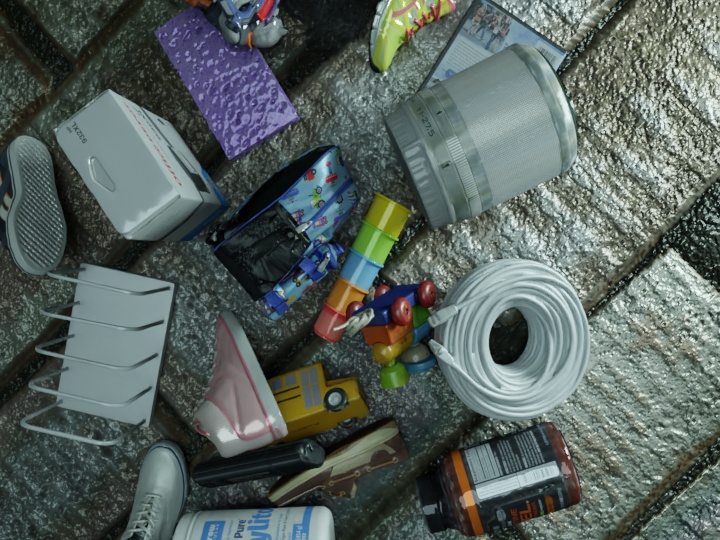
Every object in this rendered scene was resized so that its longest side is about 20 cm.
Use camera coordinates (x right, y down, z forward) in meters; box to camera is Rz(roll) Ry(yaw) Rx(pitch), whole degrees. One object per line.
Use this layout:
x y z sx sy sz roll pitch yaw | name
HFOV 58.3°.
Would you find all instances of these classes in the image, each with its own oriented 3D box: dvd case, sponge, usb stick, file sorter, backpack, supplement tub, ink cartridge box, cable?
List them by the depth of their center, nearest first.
-0.256 -0.118 0.790 0.083 0.200 0.146 -35 90 4 | ink cartridge box
-0.079 -0.056 0.802 0.200 0.182 0.135 -43 98 -8 | backpack
0.190 0.088 0.818 0.199 0.069 0.202 -36 100 -10 | cable
0.172 0.273 0.827 0.196 0.107 0.109 -19 91 4 | supplement tub
-0.134 0.378 0.836 0.195 0.132 0.135 -3 92 2 | supplement tub
-0.135 0.253 0.840 0.197 0.055 0.033 -20 56 27 | usb stick
-0.341 0.104 0.842 0.136 0.125 0.205 11 92 2 | file sorter
0.160 -0.240 0.853 0.141 0.018 0.202 33 94 2 | dvd case
-0.178 -0.261 0.867 0.110 0.030 0.202 -31 90 3 | sponge

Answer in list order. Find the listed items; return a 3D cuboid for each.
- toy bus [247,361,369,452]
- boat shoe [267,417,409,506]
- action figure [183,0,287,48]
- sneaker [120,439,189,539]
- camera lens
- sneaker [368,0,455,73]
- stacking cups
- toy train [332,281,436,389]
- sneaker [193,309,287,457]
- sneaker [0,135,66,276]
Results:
-0.092 0.181 0.849 0.196 0.065 0.079 -20 53 4 | toy bus
-0.027 0.272 0.858 0.197 0.072 0.073 -28 90 -2 | boat shoe
-0.172 -0.362 0.822 0.192 0.202 0.104 37 138 -13 | action figure
-0.281 0.336 0.873 0.071 0.071 0.205 10 93 3 | sneaker
0.145 -0.158 0.769 0.197 0.160 0.162 -25 90 5 | camera lens
0.074 -0.341 0.826 0.089 0.078 0.203 27 93 0 | sneaker
0.000 0.000 0.849 0.060 0.061 0.203 26 93 2 | stacking cups
0.029 0.093 0.791 0.083 0.199 0.118 -6 102 34 | toy train
-0.172 0.142 0.811 0.103 0.076 0.202 -25 53 -9 | sneaker
-0.443 -0.073 0.851 0.079 0.078 0.203 -29 62 24 | sneaker
